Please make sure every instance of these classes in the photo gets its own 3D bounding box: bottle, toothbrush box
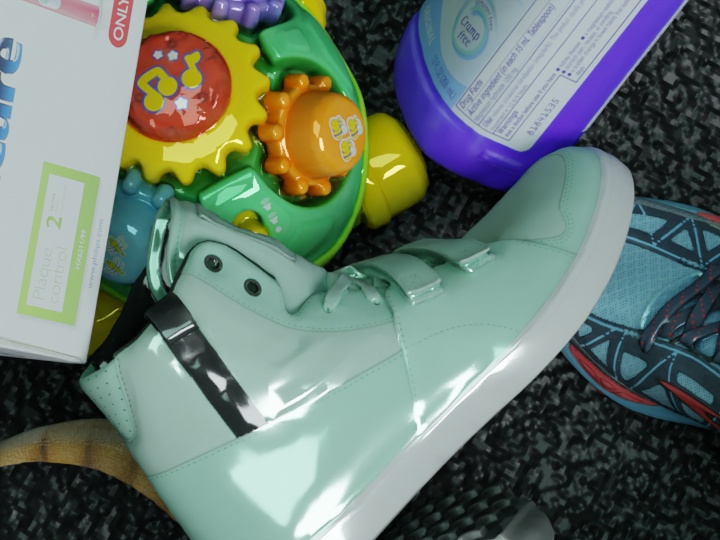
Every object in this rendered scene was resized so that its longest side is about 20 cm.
[{"bbox_3d":[0.086,-0.120,0.782,0.065,0.200,0.084,21,36,-24],"label":"bottle"},{"bbox_3d":[-0.172,-0.052,0.755,0.200,0.086,0.146,2,81,44],"label":"toothbrush box"}]

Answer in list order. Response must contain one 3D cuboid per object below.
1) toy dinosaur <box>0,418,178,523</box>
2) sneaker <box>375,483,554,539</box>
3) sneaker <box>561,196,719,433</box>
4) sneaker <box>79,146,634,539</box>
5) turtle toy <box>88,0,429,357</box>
[{"bbox_3d":[-0.050,0.071,0.803,0.200,0.060,0.106,24,91,1],"label":"toy dinosaur"},{"bbox_3d":[-0.002,0.146,0.764,0.200,0.070,0.094,-32,92,28],"label":"sneaker"},{"bbox_3d":[0.150,0.030,0.800,0.200,0.096,0.079,32,81,4],"label":"sneaker"},{"bbox_3d":[0.000,0.000,0.742,0.118,0.074,0.200,49,67,-12],"label":"sneaker"},{"bbox_3d":[-0.072,-0.069,0.808,0.146,0.101,0.200,-29,76,-6],"label":"turtle toy"}]
